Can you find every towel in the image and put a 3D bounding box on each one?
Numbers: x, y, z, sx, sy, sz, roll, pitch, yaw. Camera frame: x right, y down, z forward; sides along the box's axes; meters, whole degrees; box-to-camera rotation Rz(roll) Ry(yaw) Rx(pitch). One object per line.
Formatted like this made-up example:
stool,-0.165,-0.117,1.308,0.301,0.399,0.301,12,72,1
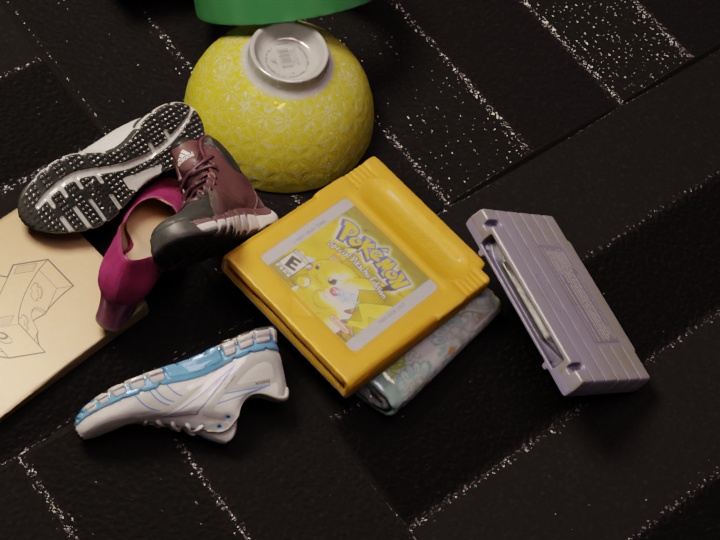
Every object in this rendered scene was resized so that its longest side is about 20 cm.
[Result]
towel,0.011,0.023,1.377,0.200,0.048,0.171,40,62,14

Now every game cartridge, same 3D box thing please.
game cartridge,0.190,0.031,1.378,0.130,0.038,0.200,7,49,-52
game cartridge,0.000,0.000,1.345,0.200,0.032,0.176,-37,72,-28

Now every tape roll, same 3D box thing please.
tape roll,-0.076,-0.302,1.489,0.200,0.048,0.200,-7,22,3

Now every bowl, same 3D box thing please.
bowl,-0.077,-0.190,1.454,0.200,0.108,0.200,5,58,-7

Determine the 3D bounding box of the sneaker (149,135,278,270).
sneaker,-0.158,-0.069,1.328,0.076,0.200,0.116,-31,84,19

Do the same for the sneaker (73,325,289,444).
sneaker,-0.154,0.121,1.279,0.200,0.075,0.087,-21,88,-11

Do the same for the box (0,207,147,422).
box,-0.323,0.037,1.324,0.163,0.021,0.200,44,61,15

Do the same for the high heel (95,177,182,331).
high heel,-0.193,-0.039,1.335,0.067,0.096,0.200,20,46,-8

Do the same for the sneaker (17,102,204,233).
sneaker,-0.244,-0.093,1.389,0.200,0.080,0.074,-32,102,-26
